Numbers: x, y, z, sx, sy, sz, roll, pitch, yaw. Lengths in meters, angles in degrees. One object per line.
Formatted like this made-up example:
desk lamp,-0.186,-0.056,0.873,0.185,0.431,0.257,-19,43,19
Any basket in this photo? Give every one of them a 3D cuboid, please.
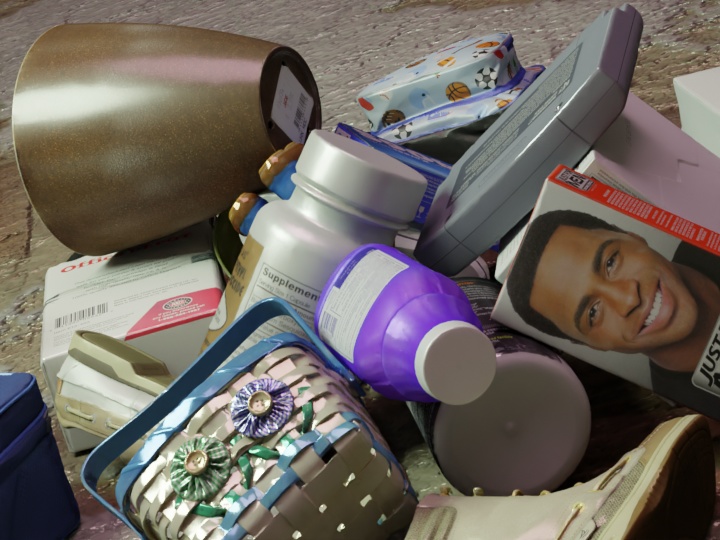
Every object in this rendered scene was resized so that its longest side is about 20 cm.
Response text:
basket,-0.068,0.113,1.278,0.176,0.139,0.200,-44,36,-8

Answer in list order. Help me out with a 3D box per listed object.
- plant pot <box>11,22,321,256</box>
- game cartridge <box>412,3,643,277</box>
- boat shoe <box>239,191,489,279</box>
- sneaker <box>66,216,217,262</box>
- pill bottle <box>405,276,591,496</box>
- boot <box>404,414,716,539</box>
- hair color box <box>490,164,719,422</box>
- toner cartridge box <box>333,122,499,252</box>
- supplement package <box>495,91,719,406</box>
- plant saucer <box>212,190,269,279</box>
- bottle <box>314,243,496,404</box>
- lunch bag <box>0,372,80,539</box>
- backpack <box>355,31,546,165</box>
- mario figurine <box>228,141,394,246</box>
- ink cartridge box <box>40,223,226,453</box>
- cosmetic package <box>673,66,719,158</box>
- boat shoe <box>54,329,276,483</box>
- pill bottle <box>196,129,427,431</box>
plant pot,-0.136,-0.115,1.617,0.198,0.189,0.187,-7,22,29
game cartridge,0.115,-0.084,1.408,0.200,0.041,0.134,-45,16,33
boat shoe,0.005,-0.018,1.592,0.198,0.073,0.066,13,19,7
sneaker,-0.190,0.007,1.781,0.199,0.088,0.075,-27,38,35
pill bottle,0.079,0.069,1.377,0.105,0.107,0.200,-16,21,-4
boot,0.116,0.146,1.215,0.153,0.073,0.200,-4,24,32
hair color box,0.193,0.021,1.298,0.198,0.102,0.061,24,17,9
toner cartridge box,0.074,-0.055,1.624,0.198,0.044,0.095,20,11,-22
supplement package,0.189,-0.028,1.441,0.111,0.155,0.200,-51,10,22
plant saucer,-0.021,-0.008,1.655,0.198,0.031,0.201,7,37,-5
bottle,0.030,0.038,1.283,0.084,0.065,0.200,-60,19,0
lunch bag,-0.286,0.144,1.394,0.135,0.133,0.200,-4,24,26
backpack,0.090,-0.119,1.793,0.198,0.156,0.190,-11,5,19
mario figurine,0.000,0.000,1.537,0.106,0.200,0.124,-41,-10,-37
ink cartridge box,-0.171,0.049,1.623,0.143,0.085,0.200,-16,21,-2
cosmetic package,0.316,-0.084,1.600,0.080,0.114,0.200,-15,23,-5
boat shoe,-0.135,0.112,1.459,0.199,0.069,0.074,27,10,33
pill bottle,-0.032,0.012,1.428,0.113,0.202,0.114,23,10,-4
